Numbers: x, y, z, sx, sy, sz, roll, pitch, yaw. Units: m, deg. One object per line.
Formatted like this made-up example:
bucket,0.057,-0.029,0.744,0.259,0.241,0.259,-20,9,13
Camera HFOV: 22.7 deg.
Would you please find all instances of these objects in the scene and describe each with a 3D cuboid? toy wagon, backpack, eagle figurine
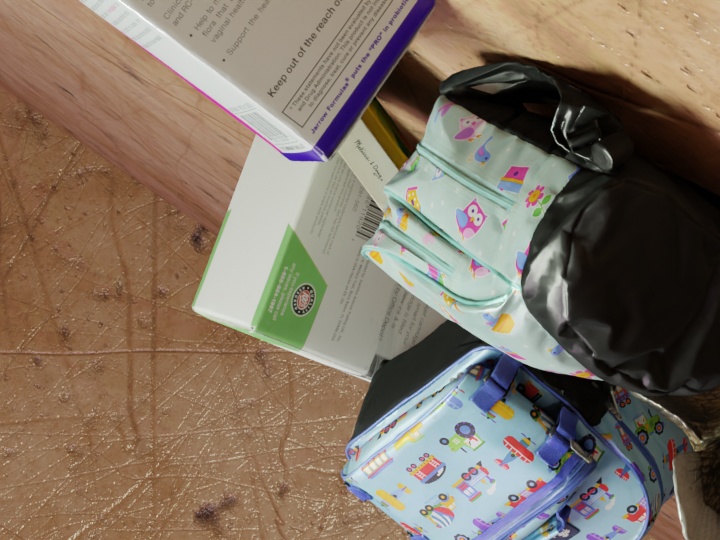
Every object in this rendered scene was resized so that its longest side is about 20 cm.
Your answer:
toy wagon,-0.006,-0.094,1.116,0.155,0.040,0.200,54,-173,-16
backpack,0.112,0.125,1.185,0.200,0.135,0.182,42,128,-14
backpack,0.092,-0.019,0.900,0.167,0.127,0.200,35,179,-38
eagle figurine,0.223,0.094,1.084,0.151,0.152,0.200,16,177,-23

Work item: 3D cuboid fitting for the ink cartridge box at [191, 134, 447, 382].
ink cartridge box,0.000,0.000,1.281,0.200,0.147,0.084,25,173,-39

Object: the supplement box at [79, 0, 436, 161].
supplement box,-0.077,-0.153,0.906,0.200,0.104,0.101,35,175,-13
